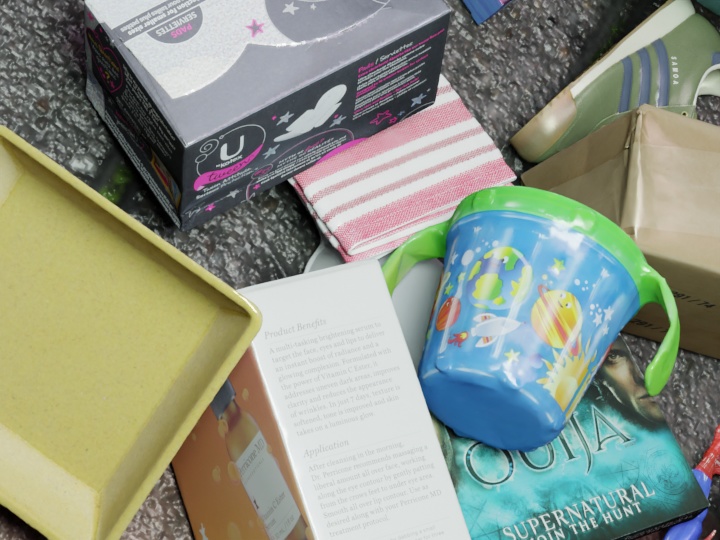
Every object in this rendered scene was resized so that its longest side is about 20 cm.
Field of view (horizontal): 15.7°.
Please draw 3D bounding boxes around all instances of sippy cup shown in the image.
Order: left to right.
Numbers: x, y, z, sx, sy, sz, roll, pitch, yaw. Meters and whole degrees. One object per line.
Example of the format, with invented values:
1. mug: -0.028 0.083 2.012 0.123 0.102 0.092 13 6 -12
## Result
1. sippy cup: 0.100 0.038 1.642 0.140 0.178 0.130 40 57 -27

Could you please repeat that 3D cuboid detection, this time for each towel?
1. towel: -0.003 -0.100 1.744 0.146 0.030 0.200 -22 65 -31

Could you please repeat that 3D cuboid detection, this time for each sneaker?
1. sneaker: 0.199 -0.116 1.848 0.090 0.067 0.200 49 56 2

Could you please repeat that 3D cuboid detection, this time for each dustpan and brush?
1. dustpan and brush: 0.000 0.000 1.729 0.140 0.057 0.200 -21 91 -37

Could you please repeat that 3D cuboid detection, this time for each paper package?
1. paper package: 0.226 -0.021 1.761 0.200 0.191 0.104 15 73 -20

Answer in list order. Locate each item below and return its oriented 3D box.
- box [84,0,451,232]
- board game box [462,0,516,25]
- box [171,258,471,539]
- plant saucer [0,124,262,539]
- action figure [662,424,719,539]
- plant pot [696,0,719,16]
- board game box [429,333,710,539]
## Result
1. box: -0.061 -0.142 1.662 0.200 0.115 0.132 -28 68 -19
2. board game box: 0.104 -0.309 1.879 0.200 0.043 0.199 -36 91 -31
3. box: -0.036 0.115 1.608 0.106 0.152 0.200 -13 80 -31
4. plant saucer: -0.181 0.041 1.553 0.200 0.200 0.048 36 18 3
5. action figure: 0.211 0.195 1.757 0.052 0.065 0.200 34 60 8
6. plant pot: 0.296 -0.260 1.854 0.188 0.200 0.200 6 71 -32
7. board game box: 0.119 0.124 1.696 0.200 0.028 0.135 -15 70 -34
